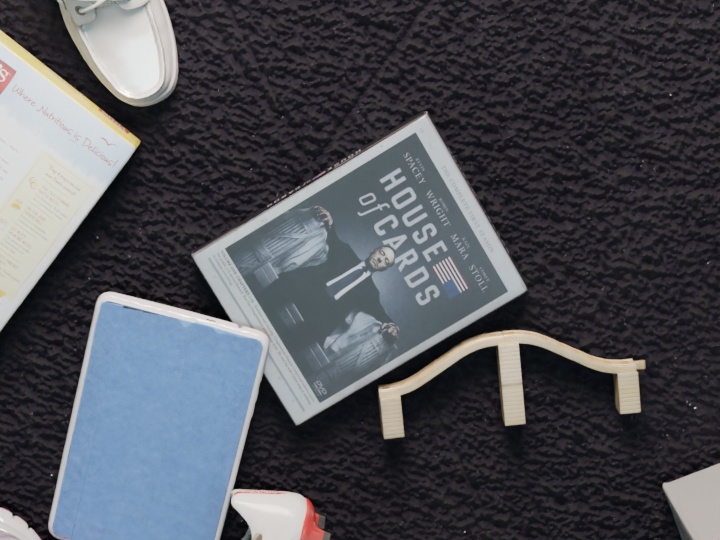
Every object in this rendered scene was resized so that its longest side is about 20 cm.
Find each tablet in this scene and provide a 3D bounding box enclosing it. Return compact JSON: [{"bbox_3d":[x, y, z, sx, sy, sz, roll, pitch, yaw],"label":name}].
[{"bbox_3d":[-0.150,0.122,1.247,0.129,0.014,0.202,14,109,-2],"label":"tablet"}]

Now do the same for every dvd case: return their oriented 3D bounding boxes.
[{"bbox_3d":[0.000,0.000,1.228,0.199,0.025,0.151,-30,100,7],"label":"dvd case"}]

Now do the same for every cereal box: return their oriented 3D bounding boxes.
[{"bbox_3d":[-0.271,-0.056,1.206,0.144,0.040,0.200,38,98,-8],"label":"cereal box"}]

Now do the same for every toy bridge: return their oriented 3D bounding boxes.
[{"bbox_3d":[0.110,0.079,1.243,0.198,0.027,0.068,-6,100,1],"label":"toy bridge"}]

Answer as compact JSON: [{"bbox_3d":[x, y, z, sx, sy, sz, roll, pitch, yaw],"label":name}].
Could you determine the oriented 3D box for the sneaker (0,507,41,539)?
[{"bbox_3d":[-0.221,0.254,1.241,0.198,0.088,0.082,25,109,-5],"label":"sneaker"}]

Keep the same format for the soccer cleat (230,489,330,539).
[{"bbox_3d":[-0.086,0.258,1.257,0.084,0.069,0.202,16,97,-10],"label":"soccer cleat"}]

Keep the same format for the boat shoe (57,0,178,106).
[{"bbox_3d":[-0.184,-0.204,1.161,0.070,0.069,0.202,-23,102,3],"label":"boat shoe"}]

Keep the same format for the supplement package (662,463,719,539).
[{"bbox_3d":[0.347,0.231,1.215,0.190,0.147,0.202,-20,101,4],"label":"supplement package"}]

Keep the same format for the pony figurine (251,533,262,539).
[{"bbox_3d":[-0.076,0.288,1.140,0.201,0.192,0.167,-55,135,-15],"label":"pony figurine"}]
